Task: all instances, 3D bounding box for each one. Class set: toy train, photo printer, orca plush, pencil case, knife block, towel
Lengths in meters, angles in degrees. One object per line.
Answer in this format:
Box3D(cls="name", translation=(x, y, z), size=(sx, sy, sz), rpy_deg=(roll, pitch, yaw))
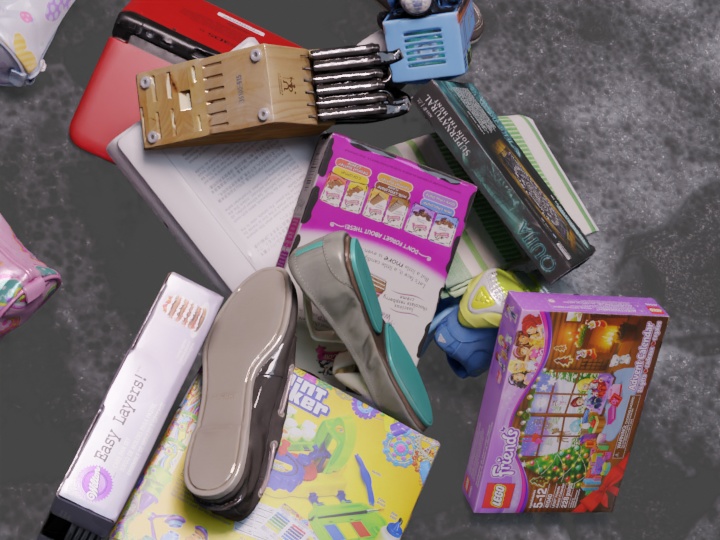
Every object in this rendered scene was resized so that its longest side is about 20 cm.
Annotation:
Box3D(cls="toy train", translation=(0.066, -0.247, 1.197), size=(0.086, 0.115, 0.200), rpy_deg=(-4, 22, 11))
Box3D(cls="photo printer", translation=(-0.098, -0.078, 1.134), size=(0.166, 0.069, 0.200), rpy_deg=(-40, 97, -10))
Box3D(cls="orca plush", translation=(0.022, -0.185, 1.207), size=(0.071, 0.200, 0.105), rpy_deg=(33, 97, 11))
Box3D(cls="pencil case", translation=(-0.340, -0.036, 1.059), size=(0.087, 0.087, 0.200), rpy_deg=(-40, 84, -29))
Box3D(cls="pencil case", translation=(-0.296, -0.261, 1.178), size=(0.090, 0.083, 0.200), rpy_deg=(24, 60, 1))
Box3D(cls="knife block", translation=(-0.064, -0.145, 1.084), size=(0.175, 0.199, 0.064), rpy_deg=(-5, 88, -58))
Box3D(cls="towel", translation=(0.117, -0.067, 1.203), size=(0.200, 0.023, 0.153), rpy_deg=(-20, 76, -33))

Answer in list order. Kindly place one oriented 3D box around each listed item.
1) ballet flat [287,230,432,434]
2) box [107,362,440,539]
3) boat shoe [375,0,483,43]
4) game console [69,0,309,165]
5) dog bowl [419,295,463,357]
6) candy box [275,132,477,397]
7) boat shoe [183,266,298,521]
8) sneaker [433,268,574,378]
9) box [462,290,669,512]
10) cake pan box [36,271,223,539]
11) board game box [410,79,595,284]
Box3D(cls="ballet flat", translation=(-0.002, 0.055, 1.019), size=(0.063, 0.200, 0.067), rpy_deg=(-16, 33, 13))
Box3D(cls="box", translation=(-0.074, 0.188, 1.023), size=(0.200, 0.122, 0.193), rpy_deg=(29, 61, -3))
Box3D(cls="boat shoe", translation=(0.043, -0.299, 1.313), size=(0.200, 0.057, 0.067), rpy_deg=(31, 60, -3))
Box3D(cls="game console", translation=(-0.147, -0.163, 1.220), size=(0.199, 0.119, 0.173), rpy_deg=(25, 30, -7))
Box3D(cls="dog bowl", translation=(0.055, 0.006, 1.190), size=(0.200, 0.050, 0.112), rpy_deg=(-37, 82, -29))
Box3D(cls="candy box", translation=(0.000, 0.000, 1.090), size=(0.136, 0.061, 0.201), rpy_deg=(20, 88, -13))
Box3D(cls="boat shoe", translation=(-0.086, 0.092, 0.972), size=(0.067, 0.057, 0.201), rpy_deg=(-1, 55, 21))
Box3D(cls="sneaker", translation=(0.133, 0.051, 1.176), size=(0.200, 0.105, 0.076), rpy_deg=(17, 41, -53))
Box3D(cls="box", translation=(0.174, 0.117, 1.108), size=(0.136, 0.201, 0.039), rpy_deg=(3, 24, -16))
Box3D(cls="cake pan box", translation=(-0.182, 0.121, 0.983), size=(0.052, 0.184, 0.200), rpy_deg=(26, 60, -5))
Box3D(cls="board game box", translation=(0.131, -0.082, 1.143), size=(0.200, 0.028, 0.135), rpy_deg=(55, 20, 7))
